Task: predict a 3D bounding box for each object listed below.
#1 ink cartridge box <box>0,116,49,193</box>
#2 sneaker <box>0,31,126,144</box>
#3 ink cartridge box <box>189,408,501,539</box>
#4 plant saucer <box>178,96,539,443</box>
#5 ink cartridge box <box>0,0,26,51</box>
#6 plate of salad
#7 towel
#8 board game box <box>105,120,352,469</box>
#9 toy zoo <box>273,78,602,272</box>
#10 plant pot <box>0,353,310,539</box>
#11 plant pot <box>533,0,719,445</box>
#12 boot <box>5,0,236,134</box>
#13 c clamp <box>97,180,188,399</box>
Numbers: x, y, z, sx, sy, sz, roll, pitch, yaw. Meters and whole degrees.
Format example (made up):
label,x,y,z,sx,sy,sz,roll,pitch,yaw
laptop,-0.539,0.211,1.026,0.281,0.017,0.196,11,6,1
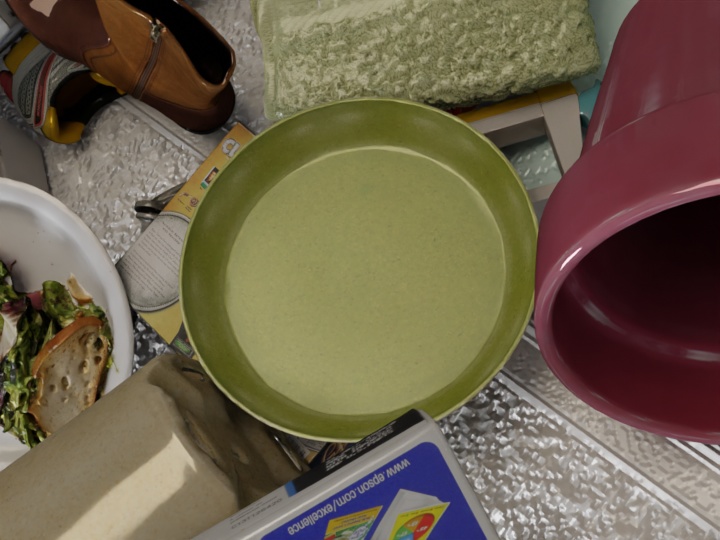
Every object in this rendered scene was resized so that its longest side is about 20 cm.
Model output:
label,x,y,z,sx,sy,sz,roll,pitch,yaw
ink cartridge box,-0.321,-0.008,0.964,0.199,0.084,0.147,-28,57,16
sneaker,-0.170,-0.171,0.965,0.200,0.078,0.082,-44,60,16
ink cartridge box,-0.008,0.199,0.618,0.197,0.201,0.047,-29,11,-7
plant saucer,0.000,0.000,0.729,0.199,0.031,0.201,-4,68,9
ink cartridge box,-0.313,-0.157,1.010,0.199,0.041,0.200,-35,15,17
plate of salad,-0.239,0.041,0.850,0.199,0.048,0.201,3,100,16
towel,0.034,-0.162,0.775,0.199,0.036,0.149,-8,89,6
board game box,-0.050,0.016,0.810,0.136,0.035,0.200,-49,59,0
toy zoo,0.051,-0.076,0.789,0.199,0.020,0.132,-16,57,4
plant pot,-0.122,0.150,0.699,0.183,0.200,0.201,-44,54,9
plant pot,0.184,-0.042,0.632,0.199,0.200,0.180,-13,47,25
boot,-0.158,-0.155,0.824,0.188,0.200,0.069,43,86,-2
c clamp,-0.135,0.024,0.876,0.170,0.027,0.201,8,73,33
